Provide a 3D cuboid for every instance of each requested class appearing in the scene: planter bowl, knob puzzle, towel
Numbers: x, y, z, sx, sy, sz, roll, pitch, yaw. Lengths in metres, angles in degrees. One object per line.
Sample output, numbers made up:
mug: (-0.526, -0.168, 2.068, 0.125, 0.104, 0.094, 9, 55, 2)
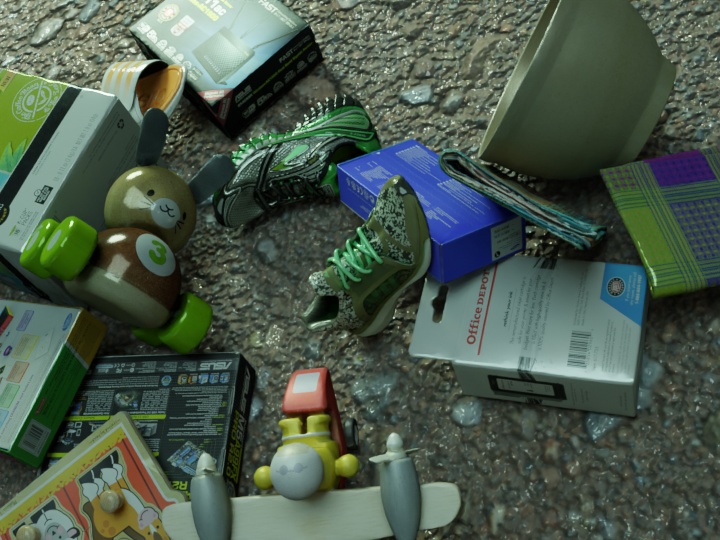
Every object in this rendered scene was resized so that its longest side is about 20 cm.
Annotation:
planter bowl: (0.214, -0.170, 0.953, 0.133, 0.201, 0.203, 26, 69, 1)
knob puzzle: (-0.234, 0.260, 0.892, 0.215, 0.030, 0.224, -3, 80, 15)
towel: (0.150, -0.064, 0.887, 0.145, 0.200, 0.022, 31, 102, 13)
towel: (0.324, -0.048, 0.895, 0.196, 0.023, 0.146, -9, 58, -13)

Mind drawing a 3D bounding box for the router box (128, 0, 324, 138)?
router box: (-0.161, -0.270, 1.189, 0.150, 0.062, 0.200, -41, 58, -10)

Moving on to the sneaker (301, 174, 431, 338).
sneaker: (0.000, 0.000, 0.899, 0.087, 0.202, 0.077, -16, 56, -32)

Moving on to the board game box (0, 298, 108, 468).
board game box: (-0.363, 0.106, 1.018, 0.197, 0.040, 0.155, 4, 62, 38)

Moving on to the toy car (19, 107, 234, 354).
toy car: (-0.204, -0.049, 0.982, 0.157, 0.163, 0.202, 2, 61, 58)

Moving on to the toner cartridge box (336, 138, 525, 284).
toner cartridge box: (0.063, -0.062, 0.959, 0.094, 0.044, 0.200, -20, 34, -21)

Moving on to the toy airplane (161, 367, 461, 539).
toy airplane: (-0.045, 0.197, 0.836, 0.198, 0.142, 0.200, 39, 74, 27)

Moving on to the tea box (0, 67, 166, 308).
tea box: (-0.358, -0.093, 1.106, 0.194, 0.134, 0.202, 15, 66, 25)

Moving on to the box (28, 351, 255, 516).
box: (-0.208, 0.163, 0.966, 0.196, 0.044, 0.163, -4, 61, 16)

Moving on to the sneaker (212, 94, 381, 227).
sneaker: (-0.068, -0.106, 1.057, 0.198, 0.078, 0.086, -33, 57, -4)

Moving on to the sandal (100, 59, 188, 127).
sandal: (-0.281, -0.198, 1.151, 0.204, 0.059, 0.081, -6, 64, 40)

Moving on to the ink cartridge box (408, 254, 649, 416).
ink cartridge box: (0.153, 0.053, 0.900, 0.196, 0.068, 0.118, 6, 60, 20)
